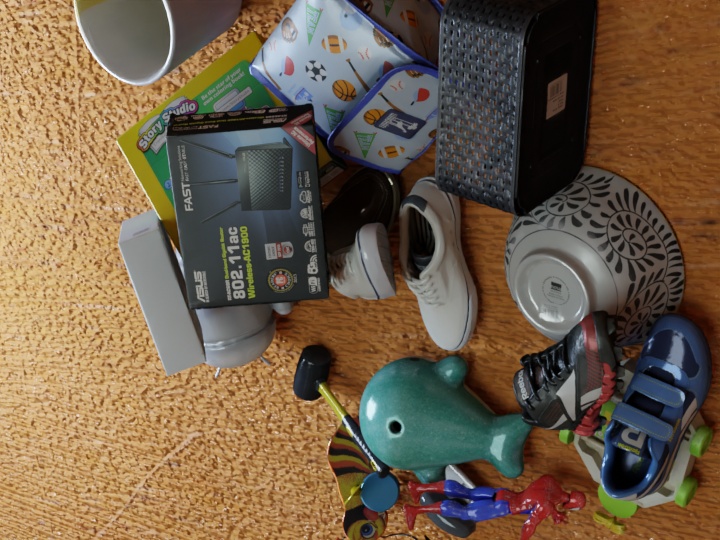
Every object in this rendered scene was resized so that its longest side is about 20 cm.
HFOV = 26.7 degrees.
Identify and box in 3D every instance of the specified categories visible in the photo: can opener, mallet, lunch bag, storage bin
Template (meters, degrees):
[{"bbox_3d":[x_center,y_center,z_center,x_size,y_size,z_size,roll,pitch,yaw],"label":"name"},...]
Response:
[{"bbox_3d":[0.070,0.227,1.783,0.200,0.067,0.053,44,134,12],"label":"can opener"},{"bbox_3d":[-0.019,0.164,1.801,0.200,0.041,0.066,44,134,44],"label":"mallet"},{"bbox_3d":[0.011,-0.209,1.548,0.200,0.124,0.170,42,136,-5],"label":"lunch bag"},{"bbox_3d":[0.147,-0.170,1.432,0.093,0.135,0.202,21,125,31],"label":"storage bin"}]

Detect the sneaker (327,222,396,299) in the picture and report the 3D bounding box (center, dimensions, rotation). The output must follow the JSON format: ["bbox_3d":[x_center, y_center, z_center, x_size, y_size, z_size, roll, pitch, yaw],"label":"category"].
[{"bbox_3d":[0.000,0.000,1.616,0.200,0.070,0.074,74,-173,-76],"label":"sneaker"}]

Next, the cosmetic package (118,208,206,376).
[{"bbox_3d":[-0.218,0.019,1.671,0.200,0.051,0.152,-132,21,-79],"label":"cosmetic package"}]

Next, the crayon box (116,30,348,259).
[{"bbox_3d":[-0.141,-0.127,1.638,0.199,0.058,0.173,-35,73,13],"label":"crayon box"}]

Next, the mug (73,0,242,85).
[{"bbox_3d":[-0.209,-0.314,1.650,0.148,0.153,0.188,16,123,34],"label":"mug"}]

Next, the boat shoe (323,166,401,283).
[{"bbox_3d":[-0.022,-0.038,1.704,0.075,0.075,0.203,45,135,11],"label":"boat shoe"}]

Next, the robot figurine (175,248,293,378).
[{"bbox_3d":[-0.167,0.033,1.844,0.168,0.113,0.202,-8,110,15],"label":"robot figurine"}]

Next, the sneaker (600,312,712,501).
[{"bbox_3d":[0.287,0.140,1.489,0.073,0.082,0.202,22,110,30],"label":"sneaker"}]

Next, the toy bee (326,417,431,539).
[{"bbox_3d":[0.002,0.285,1.832,0.201,0.108,0.131,60,179,26],"label":"toy bee"}]

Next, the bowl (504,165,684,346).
[{"bbox_3d":[0.212,0.005,1.512,0.200,0.094,0.202,21,126,32],"label":"bowl"}]

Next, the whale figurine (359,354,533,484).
[{"bbox_3d":[0.090,0.175,1.701,0.198,0.104,0.161,18,104,20],"label":"whale figurine"}]

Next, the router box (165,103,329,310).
[{"bbox_3d":[-0.113,-0.064,1.550,0.148,0.062,0.202,-5,116,1],"label":"router box"}]

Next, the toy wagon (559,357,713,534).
[{"bbox_3d":[0.284,0.189,1.595,0.154,0.039,0.202,27,130,27],"label":"toy wagon"}]

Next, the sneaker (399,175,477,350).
[{"bbox_3d":[0.074,0.000,1.634,0.073,0.071,0.202,7,118,38],"label":"sneaker"}]

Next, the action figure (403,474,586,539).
[{"bbox_3d":[0.157,0.276,1.690,0.198,0.066,0.100,-7,126,18],"label":"action figure"}]

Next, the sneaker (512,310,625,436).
[{"bbox_3d":[0.201,0.103,1.481,0.097,0.071,0.201,1,150,-3],"label":"sneaker"}]
